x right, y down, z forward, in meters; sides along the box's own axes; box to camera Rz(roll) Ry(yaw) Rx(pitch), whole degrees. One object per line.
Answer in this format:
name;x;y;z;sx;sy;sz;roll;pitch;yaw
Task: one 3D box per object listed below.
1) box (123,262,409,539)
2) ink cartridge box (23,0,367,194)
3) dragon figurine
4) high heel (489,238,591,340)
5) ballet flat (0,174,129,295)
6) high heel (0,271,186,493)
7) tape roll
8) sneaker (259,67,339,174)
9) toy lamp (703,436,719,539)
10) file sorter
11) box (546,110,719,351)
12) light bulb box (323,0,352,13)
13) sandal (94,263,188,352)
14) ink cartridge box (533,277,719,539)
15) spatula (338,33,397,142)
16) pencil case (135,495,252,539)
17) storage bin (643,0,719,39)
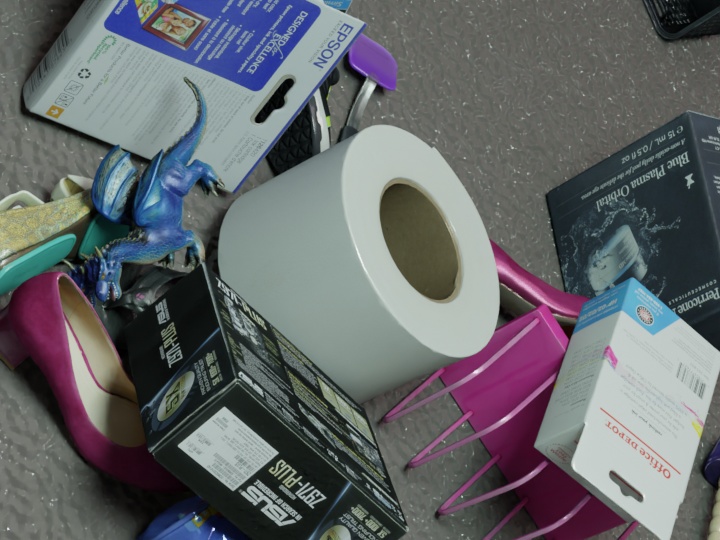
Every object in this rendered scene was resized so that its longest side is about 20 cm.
box;-0.072;0.117;1.416;0.200;0.086;0.164;44;13;-32
ink cartridge box;-0.131;-0.171;1.513;0.199;0.198;0.047;20;33;-36
dragon figurine;-0.159;-0.059;1.426;0.099;0.059;0.201;22;79;-49
high heel;0.158;0.005;1.755;0.199;0.067;0.097;14;68;-22
ballet flat;-0.228;-0.038;1.450;0.200;0.071;0.071;-25;85;-47
high heel;-0.181;0.083;1.399;0.200;0.096;0.067;49;44;-11
tape roll;0.000;0.000;1.559;0.202;0.139;0.204;34;43;-38
sneaker;-0.044;-0.166;1.681;0.083;0.072;0.201;7;63;-42
toy lamp;0.348;0.238;1.836;0.058;0.058;0.201;39;49;-21
file sorter;0.133;0.162;1.617;0.125;0.139;0.200;-36;94;-46
box;0.299;-0.017;1.825;0.117;0.196;0.201;9;62;-39
light bulb box;-0.100;-0.280;1.557;0.197;0.200;0.125;5;63;-15
sandal;-0.142;0.027;1.494;0.200;0.048;0.076;10;65;-42
ink cartridge box;0.216;0.122;1.564;0.115;0.068;0.200;39;50;-18
spatula;-0.002;-0.142;1.743;0.056;0.021;0.201;30;51;-21
pencil case;-0.077;0.249;1.415;0.087;0.078;0.200;-41;99;-18
storage bin;0.406;-0.355;2.108;0.094;0.200;0.136;-12;76;-45
